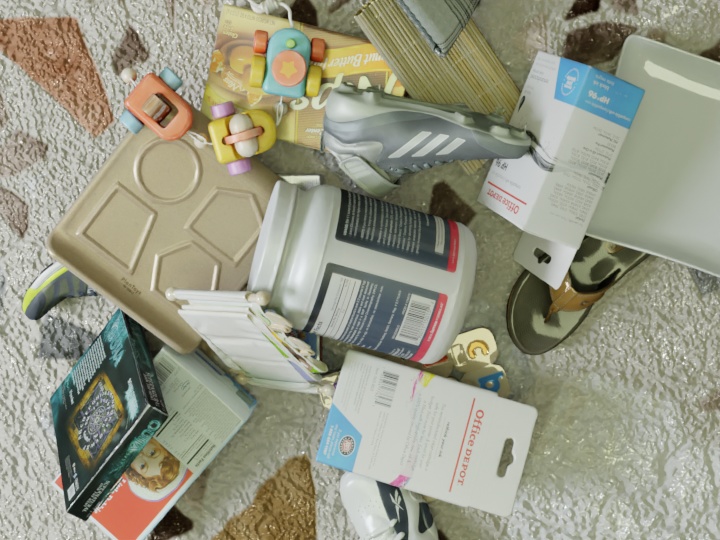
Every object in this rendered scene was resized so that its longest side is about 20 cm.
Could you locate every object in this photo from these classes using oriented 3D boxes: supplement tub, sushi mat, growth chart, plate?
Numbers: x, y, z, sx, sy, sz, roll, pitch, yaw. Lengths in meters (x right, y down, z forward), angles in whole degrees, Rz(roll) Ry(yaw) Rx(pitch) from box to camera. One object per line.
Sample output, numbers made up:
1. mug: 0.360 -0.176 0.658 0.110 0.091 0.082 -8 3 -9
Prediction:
1. supplement tub: 0.000 0.000 1.160 0.198 0.140 0.142 16 99 -9
2. sushi mat: 0.085 -0.197 1.175 0.095 0.012 0.201 -40 110 -4
3. growth chart: -0.101 0.072 1.176 0.143 0.201 0.018 7 60 28
4. plate: 0.322 -0.104 1.176 0.198 0.032 0.202 18 86 4

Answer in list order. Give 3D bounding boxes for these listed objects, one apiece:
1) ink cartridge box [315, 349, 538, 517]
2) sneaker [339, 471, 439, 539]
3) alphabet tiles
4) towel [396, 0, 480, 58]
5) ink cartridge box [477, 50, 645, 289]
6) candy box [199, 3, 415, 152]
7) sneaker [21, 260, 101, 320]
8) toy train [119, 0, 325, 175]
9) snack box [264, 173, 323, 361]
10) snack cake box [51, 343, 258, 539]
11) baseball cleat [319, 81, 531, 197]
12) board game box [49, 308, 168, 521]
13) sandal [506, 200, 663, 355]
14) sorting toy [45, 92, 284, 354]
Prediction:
1. ink cartridge box: 0.066 0.163 1.209 0.198 0.068 0.117 17 82 4
2. sneaker: 0.037 0.299 1.221 0.079 0.130 0.201 -24 100 16
3. alphabet tiles: 0.061 0.140 1.262 0.193 0.015 0.202 -18 95 9
4. towel: 0.071 -0.331 1.098 0.200 0.034 0.194 44 70 -39
5. ink cartridge box: 0.180 -0.097 1.158 0.067 0.116 0.202 18 100 -21
6. candy box: -0.051 -0.184 1.209 0.197 0.055 0.117 15 99 3
7. sneaker: -0.261 0.004 1.252 0.199 0.074 0.082 -30 97 11
8. toy train: -0.125 -0.177 1.142 0.200 0.056 0.150 -43 101 1
9. snack box: -0.075 0.001 1.253 0.071 0.024 0.203 1 98 5
10. snack cake box: -0.214 0.181 1.267 0.115 0.067 0.200 41 103 -2
11. baseball cleat: 0.059 -0.115 1.154 0.198 0.070 0.108 16 111 10
12. board game box: -0.254 0.136 1.210 0.028 0.200 0.136 33 102 -30
13. sandal: 0.225 0.005 1.205 0.199 0.055 0.082 -38 93 9
14. sorting toy: -0.182 -0.047 1.205 0.185 0.036 0.201 38 90 -16
